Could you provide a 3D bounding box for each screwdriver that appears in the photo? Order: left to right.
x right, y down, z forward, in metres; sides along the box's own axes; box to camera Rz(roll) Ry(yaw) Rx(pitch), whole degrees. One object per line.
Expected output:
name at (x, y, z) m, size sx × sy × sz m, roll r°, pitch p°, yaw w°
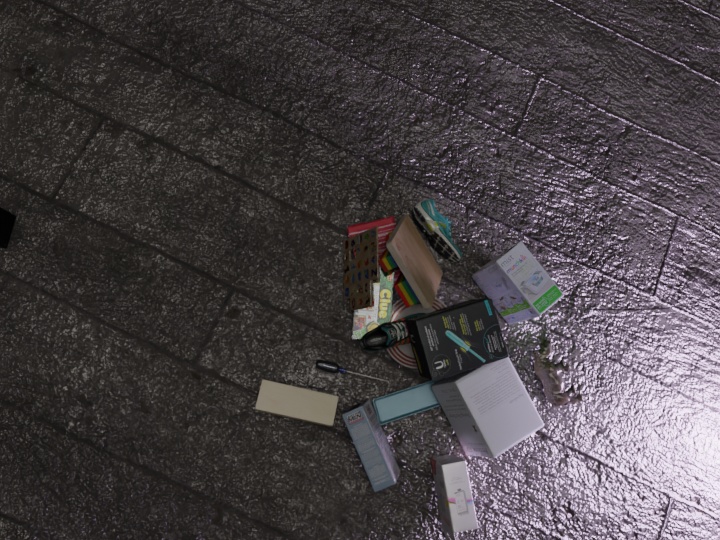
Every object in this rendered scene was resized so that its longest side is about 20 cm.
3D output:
screwdriver at (-0.023, 0.273, 1.419) m, size 0.199 × 0.028 × 0.029 m, roll 18°, pitch 48°, yaw 1°

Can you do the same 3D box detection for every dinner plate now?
dinner plate at (0.156, 0.162, 1.436) m, size 0.199 × 0.024 × 0.202 m, roll -6°, pitch 73°, yaw 21°

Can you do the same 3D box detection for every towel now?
towel at (0.053, -0.045, 1.497) m, size 0.144 × 0.022 × 0.201 m, roll -14°, pitch 82°, yaw -11°

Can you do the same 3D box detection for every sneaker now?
sneaker at (0.094, 0.164, 1.387) m, size 0.199 × 0.080 × 0.072 m, roll -22°, pitch 81°, yaw 1°
sneaker at (0.228, -0.115, 1.506) m, size 0.079 × 0.078 × 0.201 m, roll -31°, pitch 83°, yaw -20°

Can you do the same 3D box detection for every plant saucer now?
plant saucer at (0.134, 0.348, 1.429) m, size 0.199 × 0.019 × 0.070 m, roll -15°, pitch 81°, yaw -10°

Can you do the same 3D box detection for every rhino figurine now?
rhino figurine at (0.523, 0.275, 1.464) m, size 0.087 × 0.060 × 0.201 m, roll -21°, pitch 78°, yaw 1°

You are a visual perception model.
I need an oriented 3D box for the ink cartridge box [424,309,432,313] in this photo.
ink cartridge box at (0.230, 0.163, 1.466) m, size 0.199 × 0.039 × 0.100 m, roll 9°, pitch 79°, yaw -4°

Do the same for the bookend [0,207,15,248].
bookend at (-1.004, -0.137, 1.309) m, size 0.197 × 0.200 × 0.093 m, roll 10°, pitch 77°, yaw -5°

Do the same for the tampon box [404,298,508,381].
tampon box at (0.231, 0.167, 1.321) m, size 0.199 × 0.126 × 0.151 m, roll -15°, pitch 87°, yaw -10°

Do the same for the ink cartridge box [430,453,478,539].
ink cartridge box at (0.237, 0.576, 1.344) m, size 0.067 × 0.117 × 0.201 m, roll -7°, pitch 81°, yaw -8°

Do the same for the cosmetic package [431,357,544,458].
cosmetic package at (0.319, 0.342, 1.364) m, size 0.166 × 0.167 × 0.201 m, roll -24°, pitch 81°, yaw -19°

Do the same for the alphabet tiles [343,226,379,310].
alphabet tiles at (0.000, 0.000, 1.415) m, size 0.008 × 0.167 × 0.202 m, roll 6°, pitch 77°, yaw -33°

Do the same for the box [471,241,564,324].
box at (0.409, 0.040, 1.428) m, size 0.096 × 0.200 × 0.177 m, roll -36°, pitch 83°, yaw -12°

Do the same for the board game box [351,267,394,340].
board game box at (0.034, 0.090, 1.448) m, size 0.104 × 0.023 × 0.202 m, roll 4°, pitch 86°, yaw 1°

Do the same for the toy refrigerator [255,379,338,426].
toy refrigerator at (-0.162, 0.341, 1.373) m, size 0.199 × 0.070 × 0.076 m, roll 13°, pitch 71°, yaw -4°

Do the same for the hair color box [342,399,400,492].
hair color box at (0.029, 0.437, 1.352) m, size 0.060 × 0.099 × 0.201 m, roll -25°, pitch 82°, yaw 9°

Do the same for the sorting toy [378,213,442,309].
sorting toy at (0.126, -0.018, 1.413) m, size 0.069 × 0.199 × 0.201 m, roll -25°, pitch 106°, yaw 27°
